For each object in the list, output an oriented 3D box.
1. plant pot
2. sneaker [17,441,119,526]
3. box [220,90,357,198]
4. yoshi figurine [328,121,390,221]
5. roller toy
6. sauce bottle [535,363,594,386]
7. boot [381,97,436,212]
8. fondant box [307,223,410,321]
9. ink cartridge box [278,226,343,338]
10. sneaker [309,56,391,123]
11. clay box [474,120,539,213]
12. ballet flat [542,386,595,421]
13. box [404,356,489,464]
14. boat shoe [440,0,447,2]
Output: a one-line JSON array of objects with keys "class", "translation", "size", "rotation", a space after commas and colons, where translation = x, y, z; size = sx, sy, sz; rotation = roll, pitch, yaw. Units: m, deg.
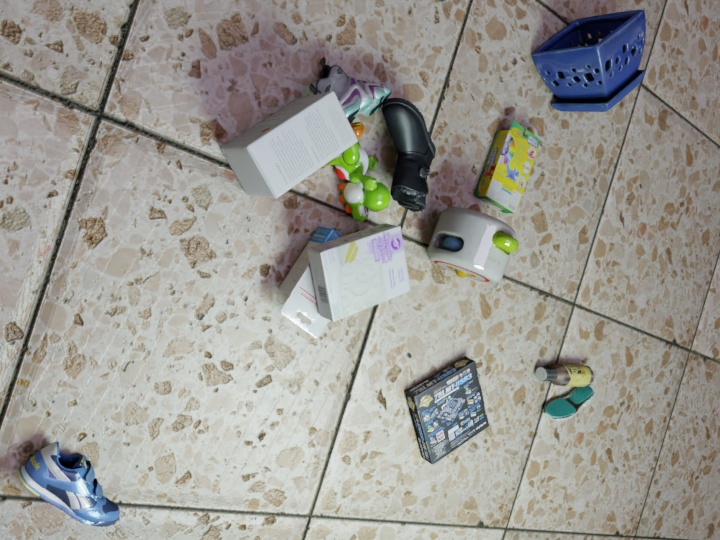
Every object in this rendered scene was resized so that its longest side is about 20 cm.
[{"class": "plant pot", "translation": [0.580, -0.509, 1.478], "size": [0.200, 0.199, 0.181], "rotation": [-39, 121, -21]}, {"class": "sneaker", "translation": [-0.494, 0.378, 1.042], "size": [0.082, 0.074, 0.200], "rotation": [-50, 120, -17]}, {"class": "box", "translation": [-0.135, -0.235, 1.111], "size": [0.200, 0.152, 0.107], "rotation": [-38, 116, -19]}, {"class": "yoshi figurine", "translation": [0.011, -0.204, 1.234], "size": [0.112, 0.112, 0.202], "rotation": [-23, 113, -33]}, {"class": "roller toy", "translation": [0.251, -0.051, 1.360], "size": [0.181, 0.200, 0.141], "rotation": [21, 86, 3]}, {"class": "sauce bottle", "translation": [0.579, 0.297, 1.683], "size": [0.198, 0.065, 0.065], "rotation": [7, 94, -33]}, {"class": "boot", "translation": [0.096, -0.238, 1.248], "size": [0.200, 0.076, 0.169], "rotation": [47, 47, -47]}, {"class": "fondant box", "translation": [0.000, 0.000, 1.209], "size": [0.199, 0.058, 0.146], "rotation": [-20, 109, -31]}, {"class": "ink cartridge box", "translation": [-0.087, 0.024, 1.232], "size": [0.115, 0.068, 0.201], "rotation": [40, 77, -30]}, {"class": "sneaker", "translation": [-0.027, -0.378, 1.202], "size": [0.140, 0.078, 0.200], "rotation": [48, 40, 2]}, {"class": "clay box", "translation": [0.367, -0.256, 1.473], "size": [0.114, 0.047, 0.202], "rotation": [23, 85, -32]}, {"class": "ballet flat", "translation": [0.605, 0.399, 1.719], "size": [0.199, 0.072, 0.072], "rotation": [-18, 107, -27]}, {"class": "box", "translation": [0.221, 0.348, 1.484], "size": [0.199, 0.050, 0.200], "rotation": [-25, 110, -25]}, {"class": "boat shoe", "translation": [0.219, -0.688, 1.298], "size": [0.064, 0.071, 0.201], "rotation": [36, 81, -31]}]
